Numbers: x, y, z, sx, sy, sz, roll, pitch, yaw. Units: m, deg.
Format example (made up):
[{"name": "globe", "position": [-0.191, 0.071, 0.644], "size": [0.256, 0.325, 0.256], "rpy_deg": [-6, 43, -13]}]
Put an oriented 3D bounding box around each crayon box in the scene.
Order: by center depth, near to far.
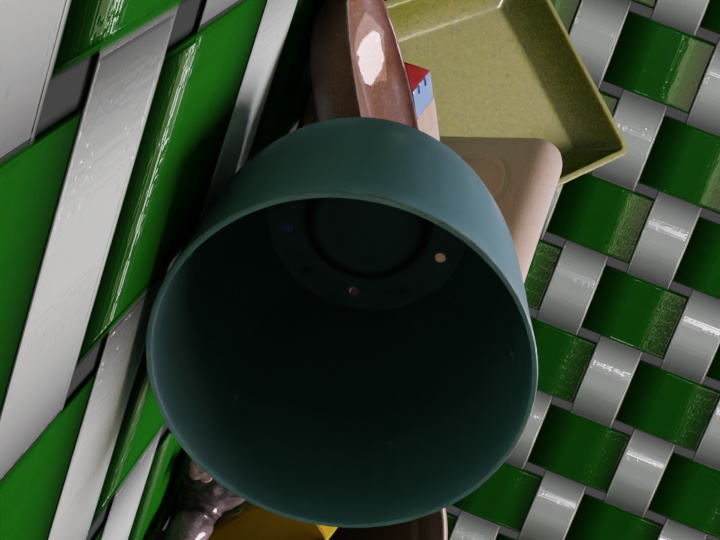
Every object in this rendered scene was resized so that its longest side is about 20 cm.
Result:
[{"name": "crayon box", "position": [-0.071, 0.197, 1.248], "size": [0.126, 0.051, 0.200], "rpy_deg": [-30, -178, 15]}]

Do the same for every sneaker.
[{"name": "sneaker", "position": [-0.059, 0.034, 1.013], "size": [0.076, 0.078, 0.201], "rpy_deg": [-64, 174, -53]}]

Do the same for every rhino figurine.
[{"name": "rhino figurine", "position": [-0.101, 0.143, 1.161], "size": [0.202, 0.059, 0.087], "rpy_deg": [-66, -173, -10]}]

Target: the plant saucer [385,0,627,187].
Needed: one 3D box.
[{"name": "plant saucer", "position": [0.112, -0.153, 1.382], "size": [0.199, 0.201, 0.048], "rpy_deg": [-24, 175, -38]}]

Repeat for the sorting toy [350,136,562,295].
[{"name": "sorting toy", "position": [0.040, -0.032, 1.224], "size": [0.037, 0.198, 0.186], "rpy_deg": [72, 32, -46]}]

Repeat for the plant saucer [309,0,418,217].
[{"name": "plant saucer", "position": [0.004, -0.094, 1.020], "size": [0.200, 0.036, 0.203], "rpy_deg": [-11, 90, -79]}]

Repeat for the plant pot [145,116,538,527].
[{"name": "plant pot", "position": [-0.004, 0.010, 0.871], "size": [0.161, 0.199, 0.202], "rpy_deg": [-81, -172, -59]}]

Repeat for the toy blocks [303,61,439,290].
[{"name": "toy blocks", "position": [-0.004, -0.080, 1.155], "size": [0.200, 0.099, 0.137], "rpy_deg": [-52, 149, -31]}]

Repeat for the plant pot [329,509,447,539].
[{"name": "plant pot", "position": [-0.046, 0.242, 1.476], "size": [0.173, 0.200, 0.201], "rpy_deg": [-3, -124, 45]}]
